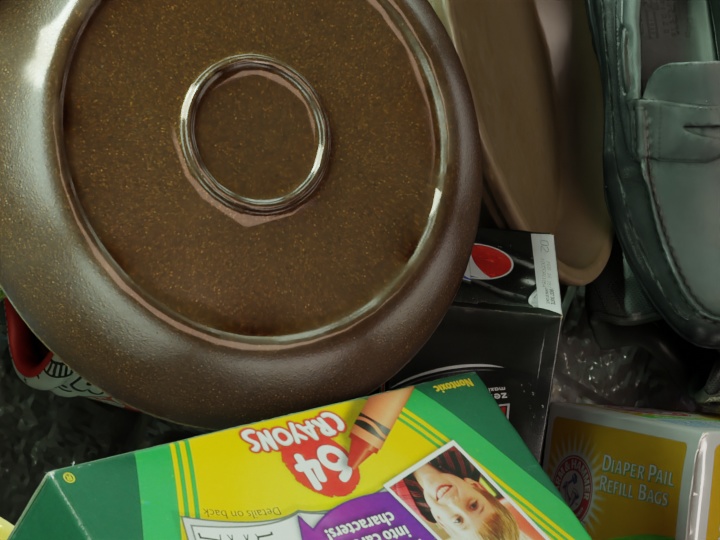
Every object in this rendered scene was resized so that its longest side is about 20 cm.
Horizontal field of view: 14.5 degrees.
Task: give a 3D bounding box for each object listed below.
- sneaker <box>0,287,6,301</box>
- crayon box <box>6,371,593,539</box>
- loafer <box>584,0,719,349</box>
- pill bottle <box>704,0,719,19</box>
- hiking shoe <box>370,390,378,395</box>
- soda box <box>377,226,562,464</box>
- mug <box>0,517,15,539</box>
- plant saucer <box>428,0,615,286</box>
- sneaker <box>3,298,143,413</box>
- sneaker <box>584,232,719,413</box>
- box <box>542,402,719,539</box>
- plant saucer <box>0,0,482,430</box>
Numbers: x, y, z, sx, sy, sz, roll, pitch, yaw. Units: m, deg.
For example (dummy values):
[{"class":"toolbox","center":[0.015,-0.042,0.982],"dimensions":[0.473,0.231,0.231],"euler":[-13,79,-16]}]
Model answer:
[{"class":"sneaker","center":[-0.097,-0.017,1.014],"dimensions":[0.199,0.075,0.077],"euler":[-20,81,-14]},{"class":"crayon box","center":[0.005,0.130,0.941],"dimensions":[0.199,0.058,0.173],"euler":[-11,56,-43]},{"class":"loafer","center":[0.137,-0.068,1.192],"dimensions":[0.068,0.070,0.202],"euler":[-4,72,-18]},{"class":"pill bottle","center":[0.233,-0.065,1.282],"dimensions":[0.112,0.112,0.201],"euler":[-37,109,-29]},{"class":"hiking shoe","center":[0.000,0.000,1.145],"dimensions":[0.101,0.076,0.201],"euler":[-36,109,-33]},{"class":"soda box","center":[0.034,0.085,1.108],"dimensions":[0.063,0.071,0.201],"euler":[5,119,-2]},{"class":"mug","center":[-0.159,0.162,1.000],"dimensions":[0.186,0.149,0.154],"euler":[42,76,-33]},{"class":"plant saucer","center":[0.059,-0.090,1.160],"dimensions":[0.200,0.029,0.201],"euler":[-13,90,-70]},{"class":"sneaker","center":[-0.081,-0.046,1.091],"dimensions":[0.107,0.067,0.203],"euler":[6,93,-35]},{"class":"sneaker","center":[0.182,0.035,1.247],"dimensions":[0.199,0.075,0.085],"euler":[26,64,-5]},{"class":"box","center":[0.185,0.118,1.241],"dimensions":[0.199,0.112,0.102],"euler":[6,91,-34]},{"class":"plant saucer","center":[-0.041,-0.045,0.994],"dimensions":[0.199,0.032,0.201],"euler":[5,78,-23]}]
